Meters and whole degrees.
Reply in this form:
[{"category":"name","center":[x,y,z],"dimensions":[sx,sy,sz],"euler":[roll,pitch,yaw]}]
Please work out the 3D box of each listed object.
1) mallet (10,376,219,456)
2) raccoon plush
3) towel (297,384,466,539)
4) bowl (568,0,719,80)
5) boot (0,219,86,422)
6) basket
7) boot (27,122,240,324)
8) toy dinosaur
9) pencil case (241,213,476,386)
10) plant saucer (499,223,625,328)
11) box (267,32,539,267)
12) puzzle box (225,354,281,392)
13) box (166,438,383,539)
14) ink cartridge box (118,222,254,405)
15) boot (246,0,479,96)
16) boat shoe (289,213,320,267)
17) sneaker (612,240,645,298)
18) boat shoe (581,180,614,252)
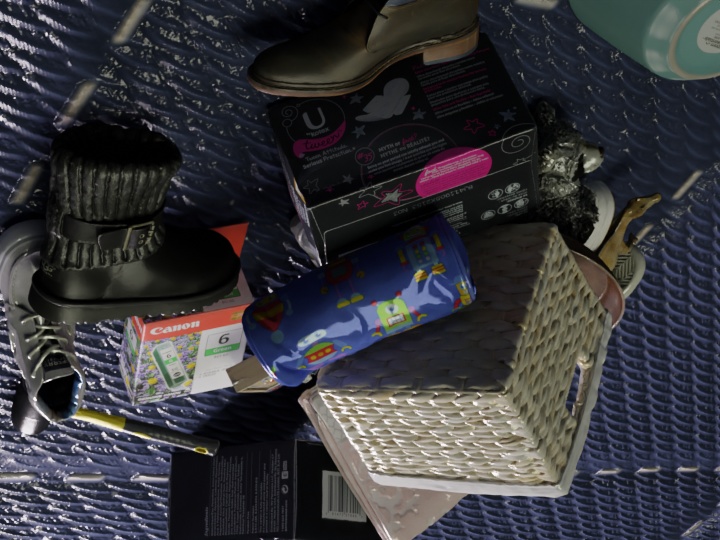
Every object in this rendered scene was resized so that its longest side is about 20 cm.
[{"category":"mallet","center":[-0.236,0.150,1.556],"dimensions":[0.200,0.041,0.066],"euler":[21,136,-17]},{"category":"raccoon plush","center":[0.135,-0.067,1.517],"dimensions":[0.200,0.097,0.134],"euler":[-29,140,7]},{"category":"towel","center":[0.063,0.153,1.669],"dimensions":[0.200,0.191,0.032],"euler":[-35,-167,-17]},{"category":"bowl","center":[0.283,-0.235,1.353],"dimensions":[0.201,0.105,0.201],"euler":[-17,146,-12]},{"category":"boot","center":[-0.265,0.048,1.400],"dimensions":[0.073,0.096,0.200],"euler":[-16,147,-14]},{"category":"basket","center":[0.092,0.075,1.441],"dimensions":[0.200,0.198,0.161],"euler":[-1,141,30]},{"category":"boot","center":[-0.170,-0.044,1.338],"dimensions":[0.211,0.079,0.158],"euler":[-13,128,-45]},{"category":"toy dinosaur","center":[0.236,0.003,1.641],"dimensions":[0.200,0.058,0.101],"euler":[-65,168,8]},{"category":"pencil case","center":[0.000,0.030,1.358],"dimensions":[0.200,0.078,0.087],"euler":[-26,120,6]},{"category":"plant saucer","center":[0.151,0.012,1.545],"dimensions":[0.200,0.035,0.200],"euler":[9,149,6]},{"category":"box","center":[0.038,-0.094,1.383],"dimensions":[0.200,0.115,0.132],"euler":[-19,149,-5]},{"category":"puzzle box","center":[-0.051,0.079,1.580],"dimensions":[0.133,0.025,0.200],"euler":[-26,174,4]},{"category":"box","center":[-0.087,0.242,1.722],"dimensions":[0.200,0.105,0.148],"euler":[-11,163,41]},{"category":"ink cartridge box","center":[-0.158,0.043,1.507],"dimensions":[0.109,0.050,0.200],"euler":[-10,146,-21]},{"category":"boot","center":[0.003,-0.201,1.259],"dimensions":[0.200,0.075,0.097],"euler":[-19,136,-23]},{"category":"boat shoe","center":[0.001,-0.001,1.537],"dimensions":[0.074,0.065,0.202],"euler":[-30,149,9]},{"category":"sneaker","center":[0.234,0.037,1.756],"dimensions":[0.200,0.075,0.084],"euler":[-39,155,27]},{"category":"boat shoe","center":[0.166,-0.018,1.620],"dimensions":[0.069,0.071,0.200],"euler":[16,129,-42]}]
